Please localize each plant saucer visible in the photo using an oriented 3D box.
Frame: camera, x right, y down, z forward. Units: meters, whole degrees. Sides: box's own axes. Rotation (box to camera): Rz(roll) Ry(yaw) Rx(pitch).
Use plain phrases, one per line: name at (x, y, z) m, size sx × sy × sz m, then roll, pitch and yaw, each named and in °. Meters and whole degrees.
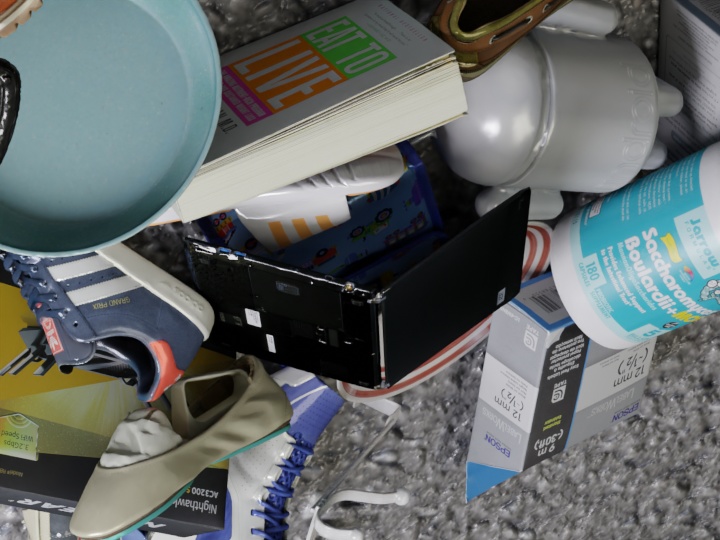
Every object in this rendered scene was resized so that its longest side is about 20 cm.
plant saucer at (-0.178, -0.104, 1.217) m, size 0.200 × 0.200 × 0.036 m, roll -37°, pitch 167°, yaw -1°

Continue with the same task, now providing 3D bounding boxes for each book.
book at (-0.050, -0.109, 1.297) m, size 0.199 × 0.134 × 0.048 m, roll -24°, pitch 126°, yaw -13°

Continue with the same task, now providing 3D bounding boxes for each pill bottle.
pill bottle at (0.242, -0.025, 1.433) m, size 0.199 × 0.111 × 0.111 m, roll -26°, pitch 142°, yaw 36°

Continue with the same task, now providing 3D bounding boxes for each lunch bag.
lunch bag at (-0.020, -0.016, 1.427) m, size 0.150 × 0.094 × 0.200 m, roll -32°, pitch 147°, yaw -4°

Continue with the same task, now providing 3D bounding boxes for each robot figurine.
robot figurine at (0.129, -0.114, 1.407) m, size 0.199 × 0.113 × 0.171 m, roll 1°, pitch 109°, yaw -30°

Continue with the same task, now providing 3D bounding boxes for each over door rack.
over door rack at (-0.008, 0.200, 1.504) m, size 0.066 × 0.200 × 0.148 m, roll 19°, pitch 117°, yaw 2°

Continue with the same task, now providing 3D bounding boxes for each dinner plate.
dinner plate at (0.060, 0.026, 1.493) m, size 0.200 × 0.024 × 0.200 m, roll -32°, pitch 159°, yaw -14°

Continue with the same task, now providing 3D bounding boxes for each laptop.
laptop at (0.000, 0.000, 1.320) m, size 0.177 × 0.199 × 0.104 m, roll 86°, pitch 21°, yaw -66°

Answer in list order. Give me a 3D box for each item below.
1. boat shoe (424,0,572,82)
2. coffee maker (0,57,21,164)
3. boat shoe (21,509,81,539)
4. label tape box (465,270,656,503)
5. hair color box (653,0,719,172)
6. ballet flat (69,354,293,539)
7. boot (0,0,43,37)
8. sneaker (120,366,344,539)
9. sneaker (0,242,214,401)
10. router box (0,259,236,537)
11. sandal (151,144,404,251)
boat shoe at (0.121, -0.206, 1.324) m, size 0.200 × 0.072 × 0.068 m, roll -52°, pitch 178°, yaw -17°
coffee maker at (-0.299, -0.135, 1.092) m, size 0.135 × 0.200 × 0.192 m, roll -44°, pitch 133°, yaw 4°
boat shoe at (-0.214, 0.171, 1.457) m, size 0.062 × 0.071 × 0.201 m, roll 17°, pitch 125°, yaw 10°
label tape box at (0.161, 0.093, 1.585) m, size 0.143 × 0.066 × 0.201 m, roll -21°, pitch 131°, yaw -37°
hair color box at (0.272, -0.109, 1.501) m, size 0.060 × 0.099 × 0.201 m, roll -18°, pitch 130°, yaw -18°
ballet flat at (-0.123, 0.109, 1.318) m, size 0.200 × 0.069 × 0.070 m, roll -31°, pitch 140°, yaw -47°
boot at (-0.202, -0.233, 1.159) m, size 0.107 × 0.075 × 0.201 m, roll 25°, pitch 93°, yaw -36°
sneaker at (-0.075, 0.173, 1.486) m, size 0.199 × 0.115 × 0.081 m, roll -43°, pitch 151°, yaw 4°
sneaker at (-0.192, 0.013, 1.279) m, size 0.199 × 0.075 × 0.085 m, roll 32°, pitch 69°, yaw -13°
router box at (-0.179, 0.086, 1.357) m, size 0.199 × 0.158 × 0.052 m, roll 16°, pitch 159°, yaw -37°
sandal at (-0.072, -0.045, 1.299) m, size 0.205 × 0.079 × 0.059 m, roll -9°, pitch 125°, yaw 2°
